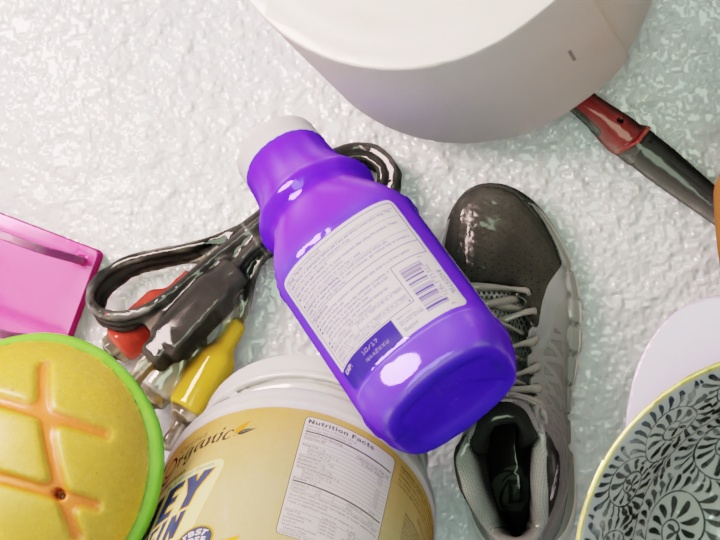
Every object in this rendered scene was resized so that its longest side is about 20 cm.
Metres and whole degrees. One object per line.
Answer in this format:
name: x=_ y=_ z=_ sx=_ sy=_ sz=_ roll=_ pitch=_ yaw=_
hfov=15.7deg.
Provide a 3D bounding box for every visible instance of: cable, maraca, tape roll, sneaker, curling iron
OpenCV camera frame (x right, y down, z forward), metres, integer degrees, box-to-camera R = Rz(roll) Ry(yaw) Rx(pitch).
cable: x=-0.067 y=-0.001 z=1.401 sx=0.200 sy=0.050 sz=0.097 roll=-44 pitch=65 yaw=-9
maraca: x=-0.183 y=0.120 z=1.261 sx=0.200 sy=0.107 sz=0.137 roll=-44 pitch=71 yaw=0
tape roll: x=0.042 y=-0.178 z=1.316 sx=0.202 sy=0.139 sz=0.203 roll=-3 pitch=77 yaw=15
sneaker: x=0.077 y=0.051 z=1.329 sx=0.075 sy=0.115 sz=0.201 roll=-8 pitch=86 yaw=7
curling iron: x=0.145 y=-0.079 z=1.371 sx=0.050 sy=0.026 sz=0.200 roll=-45 pitch=83 yaw=6

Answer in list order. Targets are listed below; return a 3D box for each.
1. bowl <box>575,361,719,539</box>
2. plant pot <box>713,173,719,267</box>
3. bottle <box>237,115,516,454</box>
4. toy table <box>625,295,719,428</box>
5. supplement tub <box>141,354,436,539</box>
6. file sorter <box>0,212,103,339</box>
bowl: x=0.200 y=0.136 z=1.203 sx=0.200 sy=0.094 sz=0.202 roll=0 pitch=88 yaw=7
plant pot: x=0.264 y=-0.080 z=1.284 sx=0.199 sy=0.200 sz=0.140 roll=-11 pitch=69 yaw=7
bottle: x=0.000 y=0.000 z=1.309 sx=0.083 sy=0.065 sz=0.200 roll=-38 pitch=51 yaw=2
toy table: x=0.205 y=0.111 z=1.308 sx=0.183 sy=0.117 sz=0.201 roll=-9 pitch=86 yaw=7
supplement tub: x=-0.040 y=0.149 z=1.282 sx=0.144 sy=0.200 sz=0.145 roll=5 pitch=126 yaw=7
file sorter: x=-0.246 y=0.057 z=1.368 sx=0.139 sy=0.125 sz=0.201 roll=20 pitch=90 yaw=8
